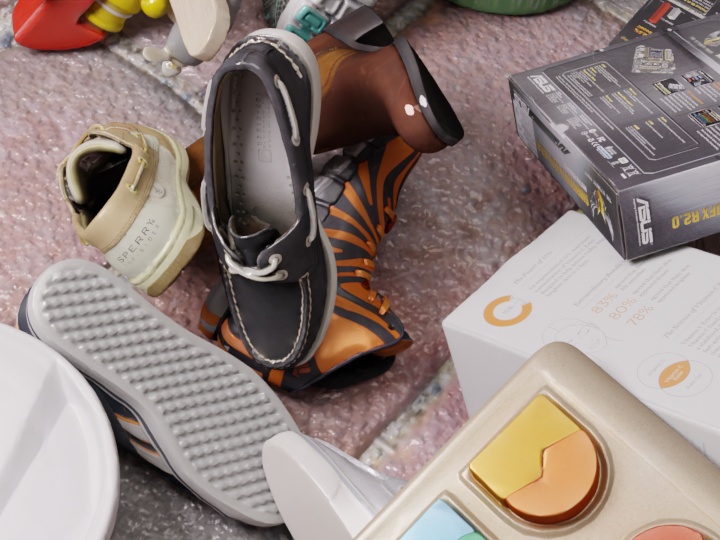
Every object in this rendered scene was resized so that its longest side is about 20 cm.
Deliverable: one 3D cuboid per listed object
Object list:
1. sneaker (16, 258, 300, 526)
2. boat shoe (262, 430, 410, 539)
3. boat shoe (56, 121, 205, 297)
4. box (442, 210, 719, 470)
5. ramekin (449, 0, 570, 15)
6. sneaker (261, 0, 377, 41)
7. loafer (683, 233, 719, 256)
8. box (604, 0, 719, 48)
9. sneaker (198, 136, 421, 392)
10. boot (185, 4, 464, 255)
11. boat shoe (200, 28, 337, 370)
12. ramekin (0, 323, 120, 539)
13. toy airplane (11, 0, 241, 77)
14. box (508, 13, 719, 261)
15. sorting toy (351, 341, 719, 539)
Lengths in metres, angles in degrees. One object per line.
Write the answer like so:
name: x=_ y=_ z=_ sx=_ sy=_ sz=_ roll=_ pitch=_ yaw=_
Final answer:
sneaker: x=-0.115 y=0.074 z=0.889 sx=0.200 sy=0.079 sz=0.078 roll=44 pitch=61 yaw=-8
boat shoe: x=0.027 y=0.148 z=0.816 sx=0.068 sy=0.072 sz=0.200 roll=-27 pitch=46 yaw=-32
boat shoe: x=-0.146 y=-0.055 z=0.920 sx=0.074 sy=0.066 sz=0.200 roll=-51 pitch=28 yaw=5
box: x=0.166 y=0.059 z=0.871 sx=0.124 sy=0.098 sz=0.200 roll=-39 pitch=40 yaw=-28
ramekin: x=0.110 y=-0.288 z=1.150 sx=0.199 sy=0.098 sz=0.201 roll=4 pitch=56 yaw=-5
sneaker: x=-0.005 y=-0.234 z=1.062 sx=0.077 sy=0.200 sz=0.091 roll=28 pitch=24 yaw=-43
loafer: x=0.224 y=-0.037 z=0.983 sx=0.200 sy=0.070 sz=0.070 roll=-32 pitch=36 yaw=-1
box: x=0.284 y=-0.131 z=1.097 sx=0.200 sy=0.050 sz=0.158 roll=33 pitch=58 yaw=15
sneaker: x=0.000 y=0.000 z=0.960 sx=0.112 sy=0.078 sz=0.200 roll=36 pitch=69 yaw=12
boot: x=-0.048 y=-0.069 z=0.916 sx=0.200 sy=0.069 sz=0.188 roll=-36 pitch=37 yaw=1
boat shoe: x=-0.053 y=-0.030 z=0.846 sx=0.074 sy=0.201 sz=0.060 roll=10 pitch=24 yaw=14
ramekin: x=-0.229 y=0.130 z=0.817 sx=0.201 sy=0.094 sz=0.203 roll=4 pitch=55 yaw=-5
toy airplane: x=-0.130 y=-0.226 z=1.049 sx=0.198 sy=0.141 sz=0.201 roll=8 pitch=63 yaw=37
box: x=0.198 y=-0.090 z=0.953 sx=0.158 sy=0.049 sz=0.200 roll=-16 pitch=30 yaw=-7
sorting toy: x=0.096 y=0.151 z=0.735 sx=0.200 sy=0.037 sz=0.185 roll=-42 pitch=64 yaw=-13
